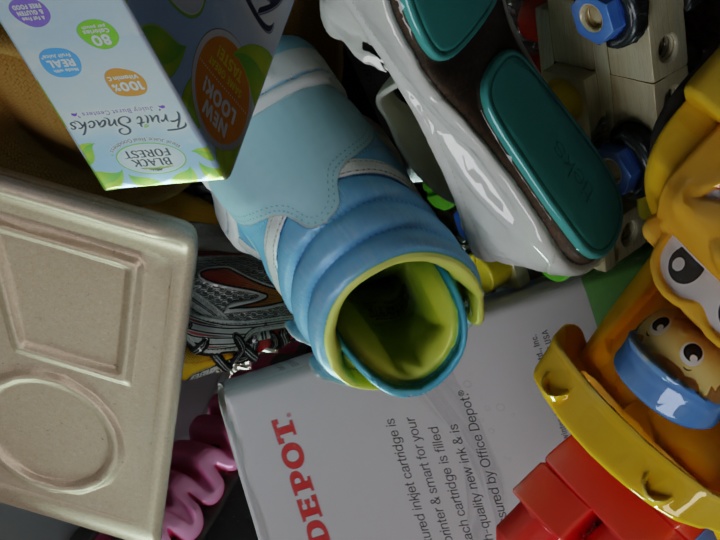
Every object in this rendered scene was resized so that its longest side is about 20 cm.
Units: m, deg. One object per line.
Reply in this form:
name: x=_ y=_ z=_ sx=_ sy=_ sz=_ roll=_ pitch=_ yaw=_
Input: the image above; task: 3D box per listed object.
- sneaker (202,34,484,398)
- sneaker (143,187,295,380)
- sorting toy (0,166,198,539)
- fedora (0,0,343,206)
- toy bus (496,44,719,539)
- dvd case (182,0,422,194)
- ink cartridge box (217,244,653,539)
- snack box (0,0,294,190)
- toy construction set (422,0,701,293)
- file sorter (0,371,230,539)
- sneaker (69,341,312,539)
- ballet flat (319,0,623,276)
sneaker: x=0.000 y=0.000 z=0.841 sx=0.080 sy=0.131 sz=0.200 roll=-36 pitch=162 yaw=5
sneaker: x=-0.054 y=0.017 z=0.986 sx=0.200 sy=0.082 sz=0.078 roll=10 pitch=158 yaw=-4
sorting toy: x=-0.161 y=0.023 z=0.911 sx=0.185 sy=0.036 sz=0.200 roll=16 pitch=134 yaw=6
fedora: x=-0.109 y=-0.085 z=0.857 sx=0.200 sy=0.082 sz=0.201 roll=11 pitch=142 yaw=9
toy bus: x=0.125 y=0.039 z=0.774 sx=0.136 sy=0.192 sz=0.200 roll=48 pitch=179 yaw=26
dvd case: x=-0.079 y=-0.090 z=0.929 sx=0.200 sy=0.025 sz=0.150 roll=-2 pitch=139 yaw=25
ink cartridge box: x=0.054 y=0.086 z=0.911 sx=0.200 sy=0.146 sz=0.084 roll=-17 pitch=-177 yaw=-5
snack box: x=-0.063 y=-0.146 z=0.708 sx=0.053 sy=0.200 sz=0.142 roll=-5 pitch=137 yaw=25
toy construction set: x=0.067 y=-0.078 z=0.841 sx=0.131 sy=0.092 sz=0.200 roll=19 pitch=143 yaw=43
file sorter: x=-0.179 y=0.112 z=1.076 sx=0.139 sy=0.200 sz=0.125 roll=35 pitch=141 yaw=-20
sneaker: x=-0.046 y=0.109 z=1.031 sx=0.095 sy=0.200 sz=0.079 roll=52 pitch=164 yaw=-17
ballet flat: x=0.024 y=-0.077 z=0.763 sx=0.069 sy=0.069 sz=0.200 roll=-12 pitch=122 yaw=33
